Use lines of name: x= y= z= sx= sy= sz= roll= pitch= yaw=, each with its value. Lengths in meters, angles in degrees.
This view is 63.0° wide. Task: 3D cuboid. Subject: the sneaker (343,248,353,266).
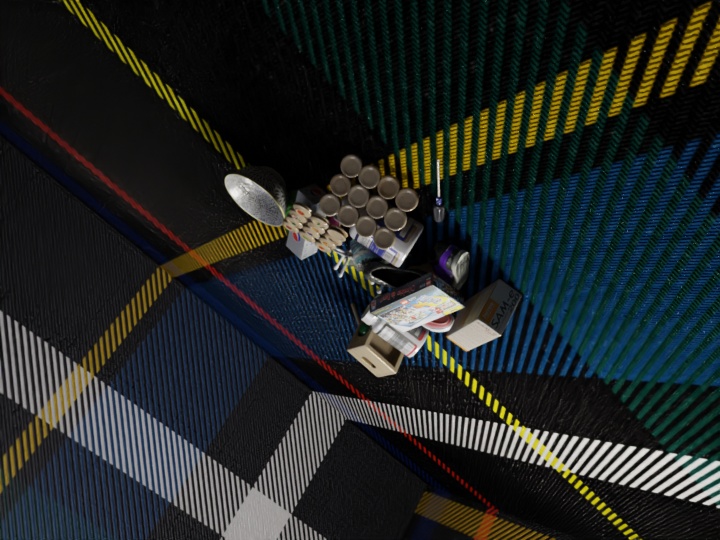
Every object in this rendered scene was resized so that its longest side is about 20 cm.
sneaker: x=0.010 y=-0.051 z=1.618 sx=0.080 sy=0.074 sz=0.200 roll=31 pitch=158 yaw=-2

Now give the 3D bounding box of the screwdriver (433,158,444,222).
screwdriver: x=0.164 y=-0.164 z=1.244 sx=0.028 sy=0.029 sz=0.201 roll=24 pitch=160 yaw=21

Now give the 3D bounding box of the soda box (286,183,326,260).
soda box: x=-0.141 y=-0.128 z=1.566 sx=0.068 sy=0.063 sz=0.201 roll=42 pitch=138 yaw=24

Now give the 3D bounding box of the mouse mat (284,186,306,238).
mouse mat: x=-0.173 y=-0.150 z=1.654 sx=0.199 sy=0.007 sz=0.163 roll=1 pitch=112 yaw=54

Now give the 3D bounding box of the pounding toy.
pounding toy: x=0.043 y=0.225 z=1.989 sx=0.200 sy=0.185 sz=0.142 roll=43 pitch=143 yaw=-20

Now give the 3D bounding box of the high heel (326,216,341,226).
high heel: x=-0.098 y=-0.135 z=1.604 sx=0.095 sy=0.068 sz=0.200 roll=25 pitch=170 yaw=-4

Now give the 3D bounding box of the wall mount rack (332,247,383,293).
wall mount rack: x=0.000 y=0.000 z=1.588 sx=0.198 sy=0.075 sz=0.174 roll=23 pitch=-172 yaw=-8

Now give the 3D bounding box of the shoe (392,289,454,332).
shoe: x=0.176 y=0.110 z=1.702 sx=0.199 sy=0.072 sz=0.091 roll=22 pitch=160 yaw=36

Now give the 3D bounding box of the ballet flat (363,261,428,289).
ballet flat: x=0.100 y=0.025 z=1.432 sx=0.197 sy=0.067 sz=0.057 roll=11 pitch=-166 yaw=-14

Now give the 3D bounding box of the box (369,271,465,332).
box: x=0.139 y=0.083 z=1.451 sx=0.199 sy=0.038 sz=0.136 roll=-27 pitch=137 yaw=34

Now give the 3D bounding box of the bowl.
bowl: x=-0.266 y=-0.224 z=1.616 sx=0.199 sy=0.095 sz=0.201 roll=28 pitch=156 yaw=13

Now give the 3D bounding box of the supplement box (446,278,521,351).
supplement box: x=0.307 y=0.117 z=1.478 sx=0.073 sy=0.127 sz=0.200 roll=35 pitch=157 yaw=-1

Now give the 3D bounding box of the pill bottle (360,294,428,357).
pill bottle: x=0.108 y=0.173 z=1.858 sx=0.199 sy=0.114 sz=0.114 roll=36 pitch=156 yaw=-4

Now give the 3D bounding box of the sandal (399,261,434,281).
sandal: x=0.177 y=0.012 z=1.537 sx=0.210 sy=0.070 sz=0.077 roll=23 pitch=-177 yaw=-33

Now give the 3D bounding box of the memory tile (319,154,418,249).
memory tile: x=0.018 y=-0.155 z=1.323 sx=0.199 sy=0.154 sz=0.017 roll=32 pitch=-165 yaw=10

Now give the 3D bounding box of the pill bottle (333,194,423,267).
pill bottle: x=0.040 y=-0.109 z=1.404 sx=0.199 sy=0.120 sz=0.120 roll=33 pitch=157 yaw=2

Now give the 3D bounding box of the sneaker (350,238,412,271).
sneaker: x=0.055 y=-0.052 z=1.498 sx=0.198 sy=0.087 sz=0.077 roll=2 pitch=148 yaw=-46

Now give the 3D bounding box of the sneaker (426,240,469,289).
sneaker: x=0.211 y=-0.010 z=1.450 sx=0.099 sy=0.070 sz=0.201 roll=33 pitch=155 yaw=22

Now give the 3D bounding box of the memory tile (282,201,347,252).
memory tile: x=-0.116 y=-0.101 z=1.444 sx=0.152 sy=0.017 sz=0.200 roll=32 pitch=162 yaw=-9
